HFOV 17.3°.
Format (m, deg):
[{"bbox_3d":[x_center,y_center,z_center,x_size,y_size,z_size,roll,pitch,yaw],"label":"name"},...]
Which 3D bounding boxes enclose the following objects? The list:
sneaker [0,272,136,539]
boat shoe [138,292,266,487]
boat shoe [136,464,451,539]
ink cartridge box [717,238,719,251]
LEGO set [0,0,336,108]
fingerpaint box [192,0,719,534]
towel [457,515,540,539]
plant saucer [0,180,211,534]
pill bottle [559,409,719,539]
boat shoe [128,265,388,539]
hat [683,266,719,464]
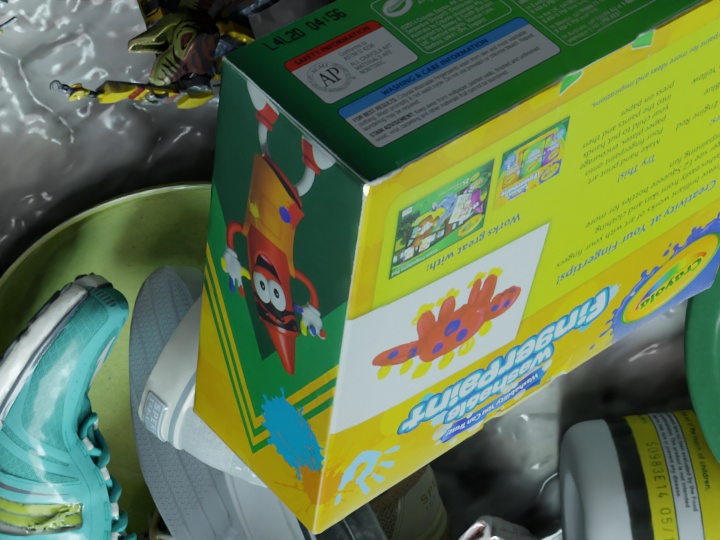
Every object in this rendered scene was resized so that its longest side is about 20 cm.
[{"bbox_3d":[-0.121,0.096,0.954,0.079,0.077,0.201,21,109,15],"label":"sneaker"},{"bbox_3d":[0.000,0.000,0.898,0.071,0.201,0.070,34,156,11],"label":"boat shoe"},{"bbox_3d":[-0.063,0.116,1.014,0.199,0.071,0.065,-19,122,-2],"label":"boat shoe"},{"bbox_3d":[0.203,-0.099,0.836,0.147,0.145,0.201,-19,132,-24],"label":"ink cartridge box"},{"bbox_3d":[-0.047,-0.092,0.806,0.153,0.116,0.200,-25,159,14],"label":"LEGO set"},{"bbox_3d":[0.044,-0.030,0.790,0.200,0.073,0.167,-30,147,-30],"label":"fingerpaint box"},{"bbox_3d":[0.010,0.186,1.021,0.032,0.200,0.191,43,92,12],"label":"towel"},{"bbox_3d":[-0.067,0.036,1.010,0.199,0.031,0.201,-3,127,-4],"label":"plant saucer"},{"bbox_3d":[0.193,0.113,1.047,0.199,0.113,0.113,-6,128,-2],"label":"pill bottle"},{"bbox_3d":[-0.033,0.088,0.932,0.071,0.201,0.072,-5,152,-36],"label":"boat shoe"},{"bbox_3d":[0.266,0.030,1.010,0.199,0.176,0.166,4,95,37],"label":"hat"}]
